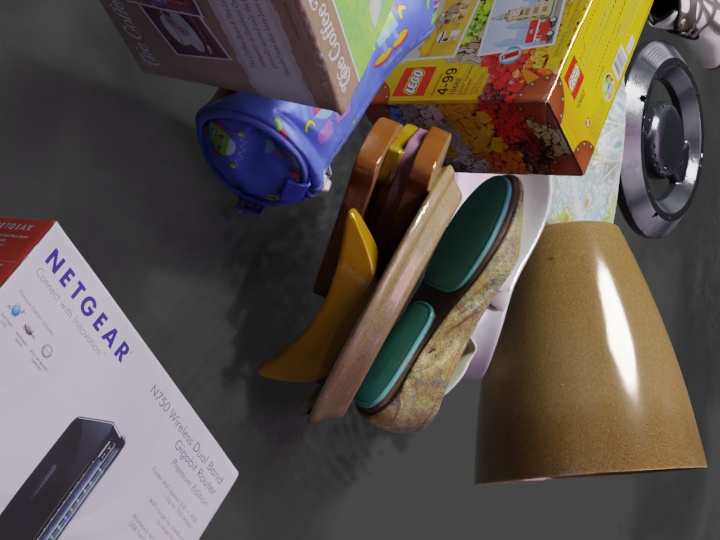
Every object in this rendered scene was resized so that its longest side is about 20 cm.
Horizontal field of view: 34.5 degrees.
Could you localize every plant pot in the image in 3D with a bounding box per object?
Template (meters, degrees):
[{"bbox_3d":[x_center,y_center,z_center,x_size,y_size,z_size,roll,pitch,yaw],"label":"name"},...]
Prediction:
[{"bbox_3d":[0.178,0.068,0.948,0.186,0.185,0.203,13,70,-54],"label":"plant pot"}]

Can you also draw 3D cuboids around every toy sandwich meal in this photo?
[{"bbox_3d":[0.000,0.000,0.737,0.207,0.070,0.205,-61,177,-5],"label":"toy sandwich meal"}]

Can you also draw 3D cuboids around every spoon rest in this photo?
[{"bbox_3d":[0.095,-0.015,0.886,0.098,0.061,0.203,9,89,-16],"label":"spoon rest"}]

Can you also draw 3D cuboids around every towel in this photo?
[{"bbox_3d":[0.175,-0.115,1.008,0.199,0.048,0.173,14,82,-54],"label":"towel"}]

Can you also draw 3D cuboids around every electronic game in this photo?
[{"bbox_3d":[0.304,-0.133,1.188,0.199,0.041,0.203,-8,100,-52],"label":"electronic game"}]

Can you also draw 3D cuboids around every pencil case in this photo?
[{"bbox_3d":[-0.020,-0.125,0.706,0.087,0.078,0.201,38,58,-9],"label":"pencil case"}]

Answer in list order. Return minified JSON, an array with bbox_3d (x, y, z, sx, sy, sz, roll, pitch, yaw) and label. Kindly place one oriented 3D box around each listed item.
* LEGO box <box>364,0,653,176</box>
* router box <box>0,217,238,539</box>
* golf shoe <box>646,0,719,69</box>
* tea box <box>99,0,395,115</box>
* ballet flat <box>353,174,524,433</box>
[{"bbox_3d":[0.113,-0.168,0.829,0.077,0.148,0.201,53,53,-42],"label":"LEGO box"},{"bbox_3d":[-0.164,0.107,0.566,0.180,0.048,0.201,-58,136,-32],"label":"router box"},{"bbox_3d":[0.324,-0.268,1.188,0.095,0.077,0.200,-50,133,-14],"label":"golf shoe"},{"bbox_3d":[-0.052,-0.221,0.570,0.200,0.132,0.198,64,45,-60],"label":"tea box"},{"bbox_3d":[0.068,0.028,0.824,0.071,0.070,0.201,33,88,-50],"label":"ballet flat"}]
